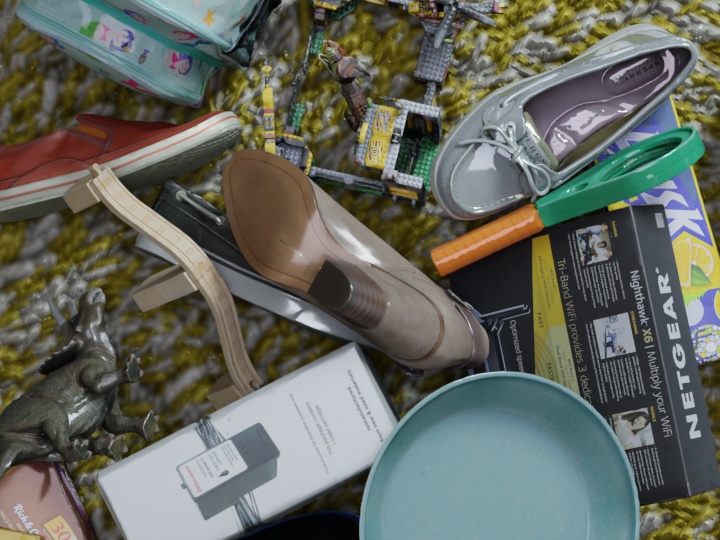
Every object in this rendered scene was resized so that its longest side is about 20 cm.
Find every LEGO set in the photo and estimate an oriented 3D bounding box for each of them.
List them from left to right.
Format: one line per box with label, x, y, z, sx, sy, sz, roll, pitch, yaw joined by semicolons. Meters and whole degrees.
LEGO set;0.004;-0.135;1.567;0.153;0.116;0.201;21;86;5

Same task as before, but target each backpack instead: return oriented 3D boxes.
backpack;-0.152;-0.206;1.542;0.177;0.200;0.151;28;87;5

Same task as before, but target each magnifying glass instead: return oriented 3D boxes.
magnifying glass;0.140;-0.048;1.512;0.199;0.080;0.022;-27;102;7

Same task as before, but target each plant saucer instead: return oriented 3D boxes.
plant saucer;0.088;0.167;1.465;0.198;0.036;0.202;0;90;-19

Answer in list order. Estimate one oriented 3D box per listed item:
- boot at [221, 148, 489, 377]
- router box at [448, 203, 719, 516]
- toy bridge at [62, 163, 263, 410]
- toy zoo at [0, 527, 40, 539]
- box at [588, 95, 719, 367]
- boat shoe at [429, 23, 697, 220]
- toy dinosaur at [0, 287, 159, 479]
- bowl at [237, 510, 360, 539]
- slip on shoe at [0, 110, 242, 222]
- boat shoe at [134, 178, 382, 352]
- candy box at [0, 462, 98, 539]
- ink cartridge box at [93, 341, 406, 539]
boot;0.000;0.000;1.532;0.070;0.146;0.200;-51;48;16
router box;0.152;0.068;1.536;0.156;0.052;0.202;-14;84;35
toy bridge;-0.130;0.008;1.556;0.201;0.067;0.027;56;46;-15
toy zoo;-0.302;0.236;1.544;0.198;0.020;0.132;10;86;4
box;0.211;-0.028;1.574;0.070;0.064;0.201;-16;83;1
boat shoe;0.138;-0.102;1.512;0.201;0.065;0.075;-30;100;-4
toy dinosaur;-0.208;0.103;1.547;0.102;0.077;0.200;2;43;33
bowl;-0.064;0.233;1.499;0.200;0.201;0.040;-28;109;0
slip on shoe;-0.184;-0.087;1.600;0.199;0.074;0.062;-14;81;7
boat shoe;-0.063;-0.004;1.583;0.199;0.071;0.064;25;88;7
candy box;-0.285;0.217;1.583;0.199;0.056;0.117;-26;83;-1
ink cartridge box;-0.071;0.132;1.534;0.199;0.147;0.084;-26;85;1
